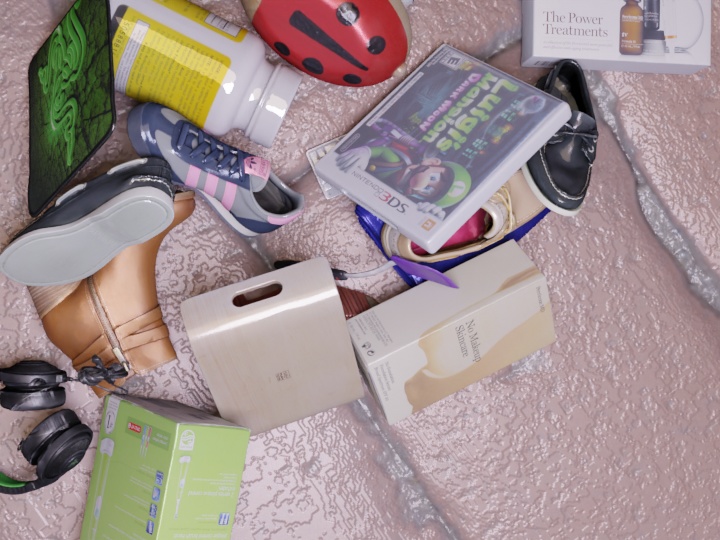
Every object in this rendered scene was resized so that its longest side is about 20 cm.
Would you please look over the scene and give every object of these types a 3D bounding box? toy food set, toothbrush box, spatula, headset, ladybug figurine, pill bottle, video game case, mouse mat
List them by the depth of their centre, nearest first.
[{"bbox_3d":[-0.273,-0.166,1.004,0.008,0.161,0.201,18,49,-38],"label":"mouse mat"},{"bbox_3d":[-0.194,0.232,1.033,0.086,0.145,0.201,14,86,-39],"label":"toothbrush box"},{"bbox_3d":[-0.310,0.139,1.033,0.200,0.094,0.124,-28,82,15],"label":"headset"},{"bbox_3d":[-0.081,0.080,1.050,0.143,0.200,0.061,-18,48,-4],"label":"toy food set"},{"bbox_3d":[-0.162,-0.201,1.066,0.199,0.111,0.112,26,86,-6],"label":"pill bottle"},{"bbox_3d":[0.078,-0.129,1.075,0.200,0.182,0.023,-44,140,-11],"label":"video game case"},{"bbox_3d":[-0.037,-0.253,1.077,0.200,0.072,0.136,32,126,-7],"label":"ladybug figurine"},{"bbox_3d":[0.000,0.000,1.083,0.199,0.057,0.021,1,72,24],"label":"spatula"}]

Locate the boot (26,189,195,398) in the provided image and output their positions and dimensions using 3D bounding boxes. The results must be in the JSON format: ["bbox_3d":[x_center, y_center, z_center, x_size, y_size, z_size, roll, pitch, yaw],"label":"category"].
[{"bbox_3d":[-0.221,0.021,1.078,0.200,0.074,0.155,-30,93,5],"label":"boot"}]

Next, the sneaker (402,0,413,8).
[{"bbox_3d":[-0.027,-0.332,1.104,0.200,0.073,0.071,39,82,-6],"label":"sneaker"}]

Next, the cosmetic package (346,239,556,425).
[{"bbox_3d":[0.093,0.063,1.098,0.199,0.071,0.105,-27,134,-6],"label":"cosmetic package"}]

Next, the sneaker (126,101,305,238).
[{"bbox_3d":[-0.133,-0.105,1.041,0.200,0.082,0.070,36,52,-42],"label":"sneaker"}]

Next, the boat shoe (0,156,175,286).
[{"bbox_3d":[-0.255,-0.044,1.011,0.199,0.076,0.061,-19,49,19],"label":"boat shoe"}]

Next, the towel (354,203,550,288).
[{"bbox_3d":[0.105,-0.073,1.133,0.200,0.050,0.148,-41,110,-7],"label":"towel"}]

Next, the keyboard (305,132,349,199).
[{"bbox_3d":[0.043,-0.140,1.145,0.199,0.011,0.056,-24,93,-8],"label":"keyboard"}]

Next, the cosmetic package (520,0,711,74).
[{"bbox_3d":[0.275,-0.294,1.159,0.199,0.052,0.151,1,87,-8],"label":"cosmetic package"}]

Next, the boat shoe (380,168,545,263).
[{"bbox_3d":[0.121,-0.054,1.078,0.199,0.069,0.074,-26,106,-12],"label":"boat shoe"}]

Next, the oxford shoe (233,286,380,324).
[{"bbox_3d":[-0.075,0.062,1.110,0.199,0.071,0.074,-4,121,-12],"label":"oxford shoe"}]

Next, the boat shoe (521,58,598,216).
[{"bbox_3d":[0.208,-0.141,1.083,0.074,0.066,0.200,24,44,-11],"label":"boat shoe"}]
